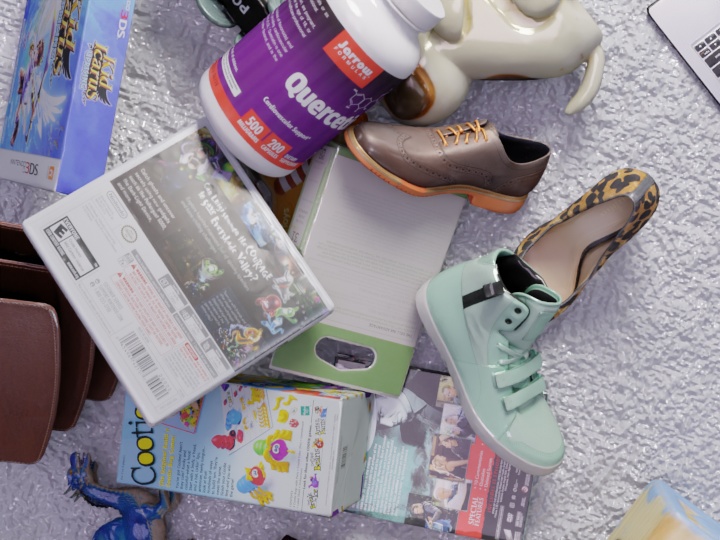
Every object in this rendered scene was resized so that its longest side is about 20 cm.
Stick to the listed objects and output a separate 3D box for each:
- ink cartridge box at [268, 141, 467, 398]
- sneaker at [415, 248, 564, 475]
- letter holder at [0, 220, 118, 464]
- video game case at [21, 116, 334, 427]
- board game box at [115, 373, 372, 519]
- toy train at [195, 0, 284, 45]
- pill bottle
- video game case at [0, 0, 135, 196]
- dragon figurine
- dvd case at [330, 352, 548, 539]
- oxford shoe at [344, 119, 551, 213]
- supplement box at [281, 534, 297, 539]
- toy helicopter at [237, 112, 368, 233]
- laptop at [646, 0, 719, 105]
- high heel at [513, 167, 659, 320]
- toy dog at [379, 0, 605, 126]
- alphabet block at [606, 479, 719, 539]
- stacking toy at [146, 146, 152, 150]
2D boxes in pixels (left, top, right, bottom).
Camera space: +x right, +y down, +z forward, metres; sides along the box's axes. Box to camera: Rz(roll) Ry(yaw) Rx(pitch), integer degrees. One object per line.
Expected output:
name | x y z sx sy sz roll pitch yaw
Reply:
ink cartridge box | 0.000 0.000 1.211 0.145 0.048 0.201 16 96 -32
sneaker | 0.137 0.078 1.170 0.118 0.074 0.201 -32 89 47
letter holder | -0.276 0.071 1.204 0.142 0.101 0.200 9 130 -9
video game case | -0.149 -0.002 1.132 0.181 0.023 0.200 -32 82 -15
board game box | -0.102 0.148 1.225 0.199 0.103 0.105 7 91 15
toy train | -0.094 -0.263 1.229 0.200 0.114 0.085 49 129 2
pill bottle | -0.030 -0.174 1.124 0.200 0.112 0.113 -38 85 22
video game case | -0.266 -0.171 1.225 0.045 0.181 0.201 9 92 -32
dragon figurine | -0.211 0.256 1.275 0.099 0.059 0.201 -18 87 8
dvd case | 0.063 0.163 1.256 0.199 0.022 0.147 9 92 7
oxford shoe | 0.077 -0.106 1.176 0.073 0.199 0.071 -52 45 34
supplement box | -0.050 0.361 1.231 0.130 0.103 0.201 20 92 7
toy helicopter | -0.072 -0.073 1.242 0.132 0.079 0.201 1 83 24
laptop | 0.381 -0.211 1.162 0.187 0.116 0.200 -37 86 6
high heel | 0.173 -0.010 1.177 0.071 0.143 0.200 44 96 4
toy dog | 0.099 -0.205 1.205 0.199 0.140 0.194 -27 105 8
alphabet block | 0.272 0.320 1.144 0.196 0.195 0.200 36 94 8
stacking toy | -0.155 -0.012 1.249 0.146 0.146 0.200 -26 105 7
